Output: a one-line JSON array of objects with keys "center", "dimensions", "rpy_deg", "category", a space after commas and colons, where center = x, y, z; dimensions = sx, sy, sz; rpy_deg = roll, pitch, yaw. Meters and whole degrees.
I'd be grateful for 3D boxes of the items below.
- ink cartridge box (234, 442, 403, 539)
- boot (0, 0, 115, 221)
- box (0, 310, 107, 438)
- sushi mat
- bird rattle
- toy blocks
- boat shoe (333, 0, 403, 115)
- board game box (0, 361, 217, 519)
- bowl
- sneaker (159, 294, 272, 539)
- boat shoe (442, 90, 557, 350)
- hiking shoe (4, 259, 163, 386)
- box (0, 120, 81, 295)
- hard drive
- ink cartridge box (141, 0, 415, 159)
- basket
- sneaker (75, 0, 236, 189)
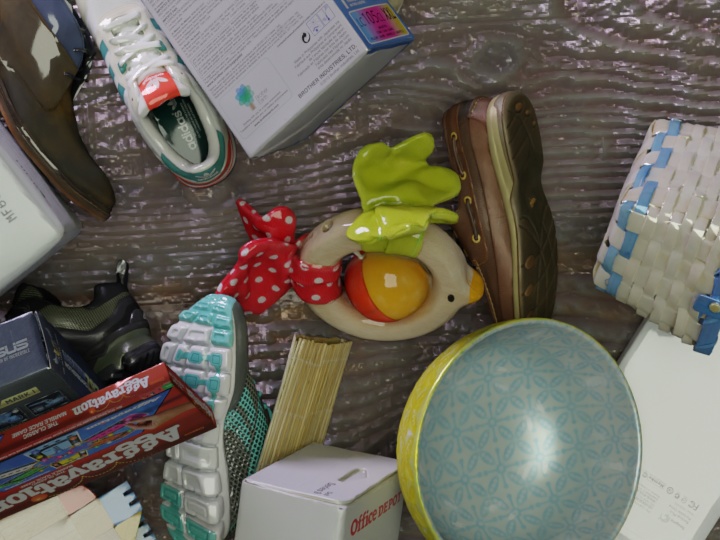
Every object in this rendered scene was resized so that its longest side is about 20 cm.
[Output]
[{"center": [-0.035, 0.241, 1.519], "dimensions": [0.087, 0.145, 0.201], "rpy_deg": [13, 102, 18], "category": "ink cartridge box"}, {"center": [-0.226, -0.138, 1.545], "dimensions": [0.097, 0.075, 0.200], "rpy_deg": [-38, 92, 2], "category": "boot"}, {"center": [-0.286, 0.110, 1.450], "dimensions": [0.199, 0.158, 0.051], "rpy_deg": [-22, 65, 3], "category": "box"}, {"center": [-0.055, 0.146, 1.562], "dimensions": [0.012, 0.096, 0.201], "rpy_deg": [17, 92, 23], "category": "sushi mat"}, {"center": [0.000, 0.000, 1.539], "dimensions": [0.200, 0.113, 0.163], "rpy_deg": [-32, 123, 24], "category": "bird rattle"}, {"center": [-0.216, 0.212, 1.560], "dimensions": [0.136, 0.100, 0.200], "rpy_deg": [-31, 88, -13], "category": "toy blocks"}, {"center": [-0.004, -0.211, 1.554], "dimensions": [0.075, 0.068, 0.201], "rpy_deg": [21, 93, -6], "category": "boat shoe"}, {"center": [-0.209, 0.127, 1.459], "dimensions": [0.199, 0.103, 0.019], "rpy_deg": [-24, 65, 6], "category": "board game box"}, {"center": [0.100, 0.133, 1.543], "dimensions": [0.200, 0.108, 0.201], "rpy_deg": [0, 90, -29], "category": "bowl"}, {"center": [-0.100, 0.111, 1.554], "dimensions": [0.077, 0.091, 0.201], "rpy_deg": [19, 111, 39], "category": "sneaker"}, {"center": [0.105, -0.036, 1.577], "dimensions": [0.067, 0.072, 0.201], "rpy_deg": [-2, 103, 30], "category": "boat shoe"}, {"center": [-0.252, 0.065, 1.564], "dimensions": [0.199, 0.076, 0.101], "rpy_deg": [-21, 72, 2], "category": "hiking shoe"}, {"center": [-0.341, -0.046, 1.494], "dimensions": [0.199, 0.171, 0.200], "rpy_deg": [-37, 93, -1], "category": "box"}, {"center": [0.243, 0.127, 1.606], "dimensions": [0.132, 0.027, 0.200], "rpy_deg": [32, 91, -4], "category": "hard drive"}, {"center": [-0.075, -0.205, 1.510], "dimensions": [0.136, 0.076, 0.200], "rpy_deg": [-39, 83, 30], "category": "ink cartridge box"}, {"center": [0.287, -0.021, 1.528], "dimensions": [0.199, 0.176, 0.139], "rpy_deg": [18, 131, 14], "category": "basket"}, {"center": [-0.152, -0.153, 1.537], "dimensions": [0.070, 0.093, 0.200], "rpy_deg": [-27, 94, -2], "category": "sneaker"}]
